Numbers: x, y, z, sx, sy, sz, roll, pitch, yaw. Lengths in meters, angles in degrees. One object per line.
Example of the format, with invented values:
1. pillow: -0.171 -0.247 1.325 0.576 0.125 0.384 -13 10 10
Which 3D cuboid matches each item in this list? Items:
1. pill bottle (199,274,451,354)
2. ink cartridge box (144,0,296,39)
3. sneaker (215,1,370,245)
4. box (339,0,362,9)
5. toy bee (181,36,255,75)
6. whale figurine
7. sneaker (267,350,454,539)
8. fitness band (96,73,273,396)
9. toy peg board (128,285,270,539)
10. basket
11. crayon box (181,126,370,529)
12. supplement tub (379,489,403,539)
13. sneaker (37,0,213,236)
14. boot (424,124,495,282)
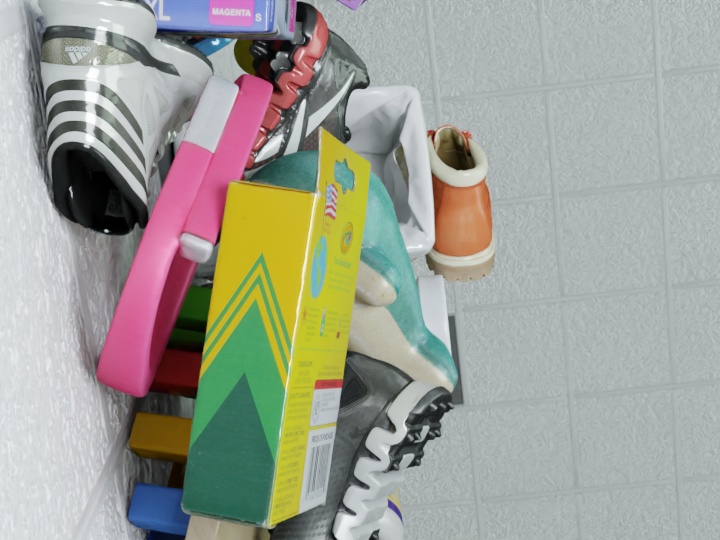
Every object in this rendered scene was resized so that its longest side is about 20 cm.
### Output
1. pill bottle: -0.029 0.054 1.047 0.109 0.198 0.110 -6 90 -87
2. ink cartridge box: -0.105 -0.161 0.787 0.200 0.118 0.042 -73 166 -84
3. sneaker: -0.063 -0.092 0.964 0.201 0.098 0.071 -57 -146 10
4. box: -0.070 -0.252 0.899 0.039 0.199 0.137 -58 -177 18
5. toy bee: -0.097 -0.199 0.987 0.131 0.108 0.201 59 9 -41
6. whale figurine: 0.000 0.000 0.916 0.200 0.104 0.159 46 -17 -13
7. sneaker: -0.028 0.135 0.798 0.201 0.090 0.066 -60 156 9
8. fitness band: -0.097 -0.024 0.736 0.144 0.037 0.201 120 -10 -55
9. toy peg board: -0.099 0.113 0.850 0.200 0.097 0.201 75 25 -62
10. basket: -0.046 -0.065 1.071 0.123 0.198 0.137 110 -25 -82
11. crayon box: -0.041 0.029 0.708 0.127 0.050 0.202 23 76 -77
12. supplement tub: -0.038 0.163 1.166 0.146 0.144 0.201 80 5 -52
13. sneaker: -0.135 -0.075 0.723 0.200 0.075 0.116 27 68 -83
14. boot: 0.076 -0.088 1.118 0.200 0.074 0.108 -105 -172 -58
